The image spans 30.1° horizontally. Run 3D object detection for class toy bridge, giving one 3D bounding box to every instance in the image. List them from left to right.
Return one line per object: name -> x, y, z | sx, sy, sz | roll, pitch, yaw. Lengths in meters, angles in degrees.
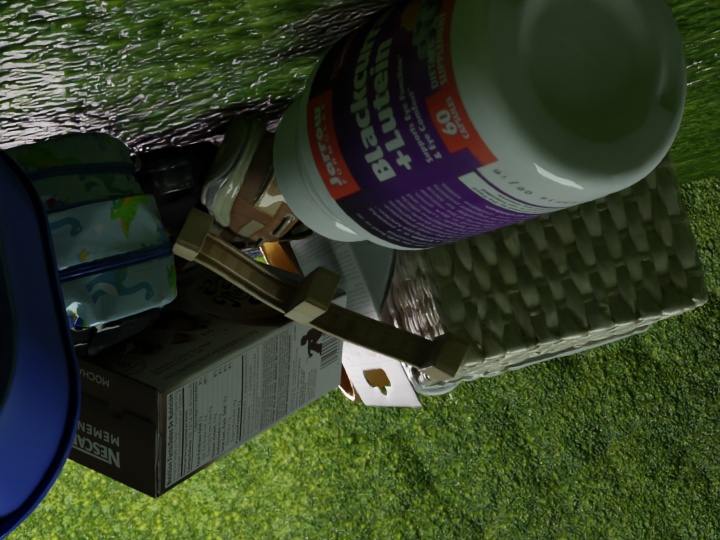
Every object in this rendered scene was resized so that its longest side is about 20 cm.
toy bridge -> -0.032, 0.017, 0.845 | 0.200, 0.027, 0.067 | 26, 165, -9

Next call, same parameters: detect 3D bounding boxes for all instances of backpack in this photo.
backpack -> -0.179, -0.007, 0.744 | 0.163, 0.154, 0.200 | -8, -162, -19

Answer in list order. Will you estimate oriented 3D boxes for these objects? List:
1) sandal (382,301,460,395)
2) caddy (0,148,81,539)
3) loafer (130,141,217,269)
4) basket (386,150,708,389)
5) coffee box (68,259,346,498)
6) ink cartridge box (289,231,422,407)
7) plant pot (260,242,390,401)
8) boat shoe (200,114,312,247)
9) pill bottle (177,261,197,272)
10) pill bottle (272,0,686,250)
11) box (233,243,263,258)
sandal -> 0.038, -0.004, 1.055 | 0.079, 0.207, 0.059 | -7, 174, -3
caddy -> -0.194, 0.021, 0.540 | 0.141, 0.201, 0.105 | -14, 161, -3
loafer -> -0.126, -0.039, 0.892 | 0.073, 0.073, 0.200 | -12, 177, -11
basket -> 0.115, -0.032, 0.956 | 0.198, 0.201, 0.161 | -14, 176, -8
coffee box -> -0.113, 0.063, 0.909 | 0.113, 0.080, 0.200 | 18, -153, 30
ink cartridge box -> 0.000, 0.000, 0.979 | 0.050, 0.200, 0.162 | -26, -179, -15
plant pot -> 0.025, -0.016, 1.176 | 0.183, 0.201, 0.200 | -29, 180, -9
boat shoe -> -0.057, -0.045, 0.863 | 0.072, 0.076, 0.200 | 23, 178, -1
pill bottle -> -0.153, 0.047, 1.116 | 0.199, 0.120, 0.120 | -3, -178, 25
pill bottle -> 0.040, -0.070, 0.605 | 0.111, 0.112, 0.200 | -12, 177, -31
box -> -0.145, -0.030, 1.374 | 0.200, 0.046, 0.159 | -15, 178, 35
